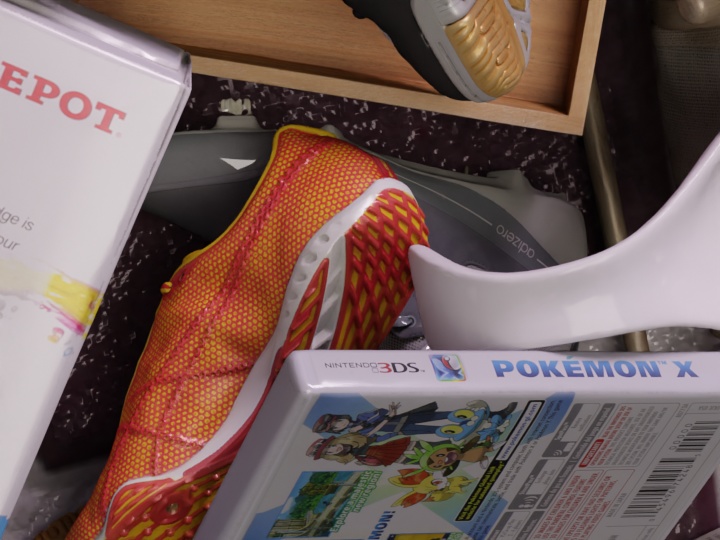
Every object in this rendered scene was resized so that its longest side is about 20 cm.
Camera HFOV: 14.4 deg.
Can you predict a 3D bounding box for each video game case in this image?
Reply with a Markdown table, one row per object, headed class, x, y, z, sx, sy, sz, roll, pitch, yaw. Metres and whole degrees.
| class | x | y | z | sx | sy | sz | roll | pitch | yaw |
| --- | --- | --- | --- | --- | --- | --- | --- | --- | --- |
| video game case | 0.027 | 0.096 | 1.031 | 0.182 | 0.022 | 0.200 | 1 | 141 | -25 |

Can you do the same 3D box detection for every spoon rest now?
| class | x | y | z | sx | sy | sz | roll | pitch | yaw |
| --- | --- | --- | --- | --- | --- | --- | --- | --- | --- |
| spoon rest | 0.120 | -0.011 | 1.001 | 0.200 | 0.061 | 0.099 | -18 | 109 | -13 |

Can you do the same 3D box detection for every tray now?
| class | x | y | z | sx | sy | sz | roll | pitch | yaw |
| --- | --- | --- | --- | --- | --- | --- | --- | --- | --- |
| tray | -0.009 | -0.116 | 1.052 | 0.200 | 0.037 | 0.099 | 9 | 100 | 0 |

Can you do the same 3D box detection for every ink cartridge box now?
| class | x | y | z | sx | sy | sz | roll | pitch | yaw |
| --- | --- | --- | --- | --- | --- | --- | --- | --- | --- |
| ink cartridge box | -0.161 | -0.008 | 0.974 | 0.147 | 0.146 | 0.200 | 23 | 97 | -6 |

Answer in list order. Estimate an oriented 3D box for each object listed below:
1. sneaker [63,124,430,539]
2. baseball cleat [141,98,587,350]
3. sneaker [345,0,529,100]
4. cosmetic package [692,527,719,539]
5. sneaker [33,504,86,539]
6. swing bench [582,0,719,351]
| class | x | y | z | sx | sy | sz | roll | pitch | yaw |
| --- | --- | --- | --- | --- | --- | --- | --- | --- | --- |
| sneaker | -0.049 | 0.040 | 1.035 | 0.073 | 0.077 | 0.200 | 29 | 98 | -48 |
| baseball cleat | 0.000 | 0.000 | 1.086 | 0.200 | 0.070 | 0.107 | 8 | 74 | -21 |
| sneaker | -0.019 | -0.137 | 0.997 | 0.088 | 0.076 | 0.200 | -29 | 102 | 29 |
| cosmetic package | 0.247 | 0.132 | 1.217 | 0.200 | 0.071 | 0.105 | -24 | 109 | -13 |
| sneaker | -0.032 | 0.130 | 1.114 | 0.200 | 0.076 | 0.088 | -4 | 111 | -15 |
| swing bench | 0.198 | -0.049 | 1.130 | 0.200 | 0.130 | 0.199 | -19 | 108 | -21 |
